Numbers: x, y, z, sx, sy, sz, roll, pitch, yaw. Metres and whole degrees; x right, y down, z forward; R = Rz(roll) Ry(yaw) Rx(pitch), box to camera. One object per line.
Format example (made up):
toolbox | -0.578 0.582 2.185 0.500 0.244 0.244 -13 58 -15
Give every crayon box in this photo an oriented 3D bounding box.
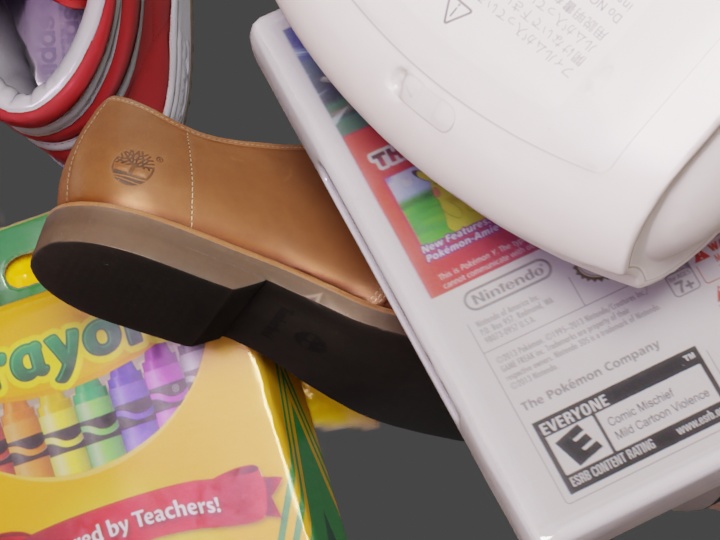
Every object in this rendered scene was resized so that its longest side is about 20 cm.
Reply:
crayon box | -0.077 0.072 0.967 0.126 0.051 0.201 -19 82 10

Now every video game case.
video game case | 0.095 -0.035 0.844 0.199 0.023 0.183 -24 67 -11

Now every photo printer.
photo printer | 0.077 -0.107 0.800 0.166 0.069 0.200 42 94 24

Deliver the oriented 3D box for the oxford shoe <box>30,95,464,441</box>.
oxford shoe | 0.000 0.000 0.924 0.199 0.071 0.072 24 60 -19

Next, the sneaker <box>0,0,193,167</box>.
sneaker | -0.097 -0.134 0.953 0.071 0.112 0.202 -7 82 15

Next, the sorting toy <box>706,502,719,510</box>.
sorting toy | 0.183 -0.015 0.897 0.184 0.036 0.202 10 96 30

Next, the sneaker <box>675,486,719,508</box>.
sneaker | 0.064 -0.015 0.893 0.076 0.076 0.201 1 53 -25
